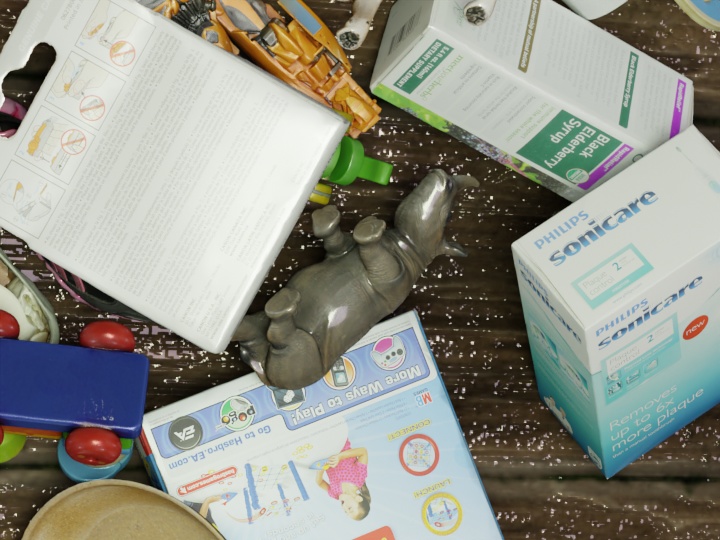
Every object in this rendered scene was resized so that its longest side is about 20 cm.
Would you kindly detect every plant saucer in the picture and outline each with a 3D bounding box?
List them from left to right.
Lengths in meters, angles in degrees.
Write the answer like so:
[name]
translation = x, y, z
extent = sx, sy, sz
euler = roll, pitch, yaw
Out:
[plant saucer]
translation = -0.129, 0.221, 1.403
extent = 0.035, 0.200, 0.201
euler = -24, 107, -57

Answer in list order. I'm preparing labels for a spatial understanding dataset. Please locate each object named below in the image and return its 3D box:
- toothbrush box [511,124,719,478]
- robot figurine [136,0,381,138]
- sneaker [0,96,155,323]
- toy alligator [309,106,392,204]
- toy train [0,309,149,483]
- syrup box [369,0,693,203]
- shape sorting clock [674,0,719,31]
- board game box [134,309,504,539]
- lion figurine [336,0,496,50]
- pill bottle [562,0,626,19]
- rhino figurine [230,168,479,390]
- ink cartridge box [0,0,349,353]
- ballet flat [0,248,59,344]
[toothbrush box]
translation = 0.187, 0.023, 1.462
extent = 0.146, 0.085, 0.200
euler = -32, 147, -11
[robot figurine]
translation = -0.087, -0.138, 1.432
extent = 0.200, 0.058, 0.145
euler = 44, 83, -17
[sneaker]
translation = -0.174, -0.030, 1.401
extent = 0.200, 0.095, 0.079
euler = 37, 83, -18
[toy alligator]
translation = -0.066, -0.086, 1.386
extent = 0.199, 0.054, 0.060
euler = 18, 91, -19
[toy train]
translation = -0.230, 0.082, 1.370
extent = 0.199, 0.116, 0.085
euler = 6, 65, -3
[syrup box]
translation = 0.115, -0.119, 1.470
extent = 0.200, 0.079, 0.082
euler = 28, 51, -17
[shape sorting clock]
translation = 0.206, -0.249, 1.423
extent = 0.200, 0.039, 0.201
euler = 27, 54, -45
[board game box]
translation = -0.023, 0.153, 1.459
extent = 0.199, 0.056, 0.197
euler = -20, 87, -15
[lion figurine]
translation = 0.041, -0.204, 1.400
extent = 0.199, 0.123, 0.073
euler = -4, 131, 16
[pill bottle]
translation = 0.112, -0.265, 1.447
extent = 0.200, 0.116, 0.116
euler = 44, 83, -17
[rhino figurine]
translation = 0.000, 0.000, 1.425
extent = 0.200, 0.060, 0.088
euler = -39, 138, -19
[ink cartridge box]
translation = -0.130, -0.068, 1.341
extent = 0.200, 0.050, 0.161
euler = 30, 93, 2
[ballet flat]
translation = -0.259, -0.015, 1.392
extent = 0.067, 0.064, 0.200
euler = -45, 106, -4
